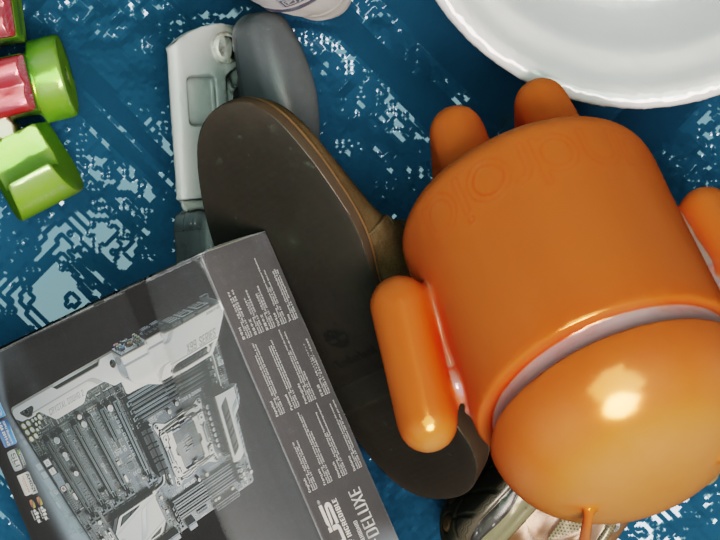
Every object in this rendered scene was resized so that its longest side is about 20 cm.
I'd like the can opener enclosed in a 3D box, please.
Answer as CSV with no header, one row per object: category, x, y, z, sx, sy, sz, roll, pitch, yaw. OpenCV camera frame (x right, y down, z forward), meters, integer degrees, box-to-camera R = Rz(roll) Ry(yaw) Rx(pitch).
can opener,-0.048,-0.012,1.267,0.053,0.067,0.200,-4,89,-34

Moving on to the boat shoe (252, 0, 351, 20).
boat shoe,-0.072,-0.185,1.276,0.072,0.066,0.200,-47,67,3

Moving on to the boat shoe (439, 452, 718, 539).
boat shoe,0.124,0.067,1.270,0.074,0.076,0.200,44,92,-9

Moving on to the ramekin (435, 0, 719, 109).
ramekin,0.117,-0.179,1.230,0.200,0.098,0.201,1,112,2

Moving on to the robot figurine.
robot figurine,0.087,0.019,1.180,0.117,0.144,0.200,-48,52,36

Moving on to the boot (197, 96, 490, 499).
boot,0.000,0.000,1.248,0.074,0.075,0.200,-16,115,39

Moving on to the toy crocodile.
toy crocodile,-0.170,-0.119,1.277,0.067,0.062,0.200,-14,88,0

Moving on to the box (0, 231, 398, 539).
box,-0.069,0.103,1.238,0.158,0.050,0.200,-24,89,38
